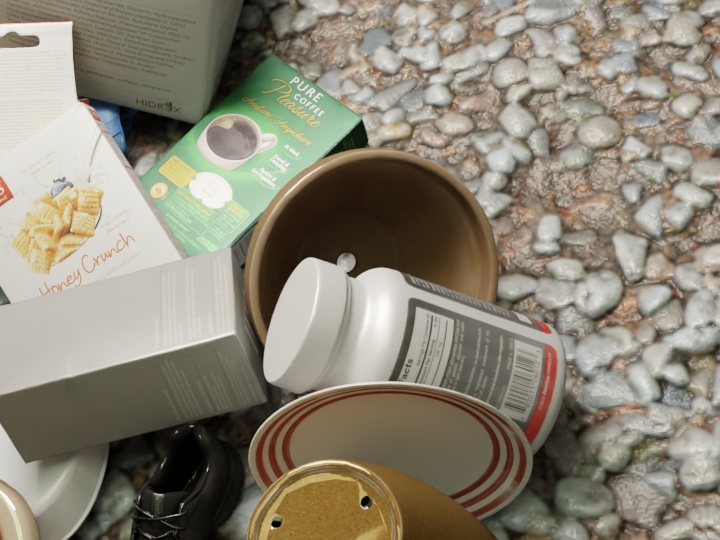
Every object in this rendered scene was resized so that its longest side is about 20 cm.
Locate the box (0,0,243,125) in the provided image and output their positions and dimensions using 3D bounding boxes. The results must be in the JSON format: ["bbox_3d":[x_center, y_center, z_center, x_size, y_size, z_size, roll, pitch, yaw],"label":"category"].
[{"bbox_3d":[-0.205,-0.274,1.237,0.199,0.172,0.200,13,53,-3],"label":"box"}]

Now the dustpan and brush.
[{"bbox_3d":[-0.259,0.196,1.096,0.139,0.057,0.201,-16,51,15],"label":"dustpan and brush"}]

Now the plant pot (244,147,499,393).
[{"bbox_3d":[0.000,0.000,1.095,0.201,0.201,0.093,-35,19,-9],"label":"plant pot"}]

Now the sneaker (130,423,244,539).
[{"bbox_3d":[-0.147,0.207,1.036,0.076,0.091,0.201,4,63,13],"label":"sneaker"}]

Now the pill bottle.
[{"bbox_3d":[0.039,0.065,1.009,0.199,0.116,0.116,19,60,-18],"label":"pill bottle"}]

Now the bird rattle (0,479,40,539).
[{"bbox_3d":[-0.307,0.231,1.029,0.200,0.113,0.163,30,87,30],"label":"bird rattle"}]

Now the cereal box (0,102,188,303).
[{"bbox_3d":[-0.233,-0.018,1.154,0.144,0.040,0.200,-34,87,4],"label":"cereal box"}]

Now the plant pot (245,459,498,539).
[{"bbox_3d":[0.003,0.197,0.863,0.186,0.200,0.187,-6,60,11],"label":"plant pot"}]

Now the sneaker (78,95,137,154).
[{"bbox_3d":[-0.264,-0.171,1.303,0.105,0.076,0.201,-9,62,-10],"label":"sneaker"}]

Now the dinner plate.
[{"bbox_3d":[0.021,0.130,0.979,0.199,0.200,0.024,-5,50,10],"label":"dinner plate"}]

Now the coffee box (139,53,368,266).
[{"bbox_3d":[-0.102,-0.088,1.224,0.123,0.044,0.200,36,74,27],"label":"coffee box"}]

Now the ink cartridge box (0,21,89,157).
[{"bbox_3d":[-0.290,-0.112,1.202,0.109,0.050,0.201,-2,99,0],"label":"ink cartridge box"}]

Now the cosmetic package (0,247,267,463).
[{"bbox_3d":[-0.179,0.065,1.066,0.199,0.090,0.107,-15,41,7],"label":"cosmetic package"}]
